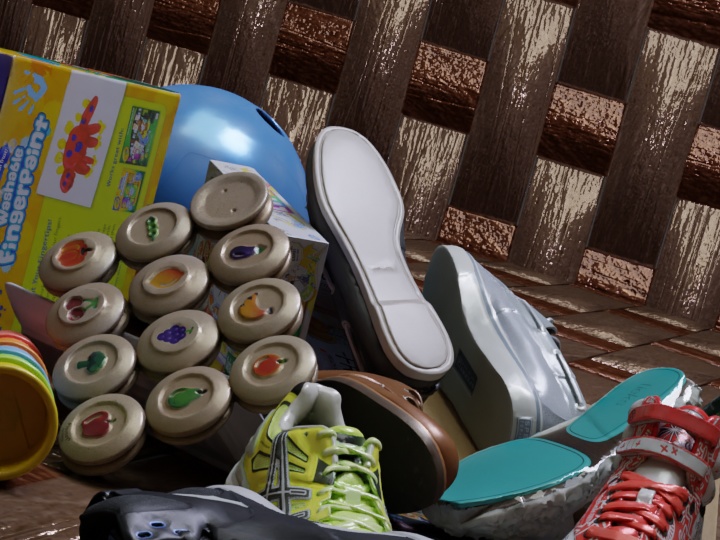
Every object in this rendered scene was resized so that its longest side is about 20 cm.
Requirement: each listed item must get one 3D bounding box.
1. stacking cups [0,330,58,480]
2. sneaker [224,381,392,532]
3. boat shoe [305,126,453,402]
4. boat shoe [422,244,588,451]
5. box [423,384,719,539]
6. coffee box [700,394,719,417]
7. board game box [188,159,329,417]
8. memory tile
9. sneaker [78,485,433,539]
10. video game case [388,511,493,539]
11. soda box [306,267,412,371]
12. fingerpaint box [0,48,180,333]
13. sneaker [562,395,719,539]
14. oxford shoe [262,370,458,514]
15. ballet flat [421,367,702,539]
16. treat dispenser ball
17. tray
[{"bbox_3d":[-0.202,0.067,1.070,0.060,0.061,0.200,14,3,-13],"label":"stacking cups"},{"bbox_3d":[-0.020,0.117,0.927,0.075,0.077,0.200,15,15,-24],"label":"sneaker"},{"bbox_3d":[0.000,0.000,1.209,0.067,0.057,0.201,4,51,-32],"label":"boat shoe"},{"bbox_3d":[0.091,0.054,1.213,0.071,0.070,0.201,8,30,-20],"label":"boat shoe"},{"bbox_3d":[0.123,0.119,1.192,0.199,0.021,0.164,19,22,6],"label":"box"},{"bbox_3d":[0.286,0.126,1.055,0.200,0.123,0.044,54,16,11],"label":"coffee box"},{"bbox_3d":[-0.077,0.017,1.260,0.034,0.135,0.200,10,12,-19],"label":"board game box"},{"bbox_3d":[-0.108,0.025,1.109,0.152,0.017,0.201,-18,41,0],"label":"memory tile"},{"bbox_3d":[-0.042,0.138,0.794,0.199,0.074,0.111,10,4,43],"label":"sneaker"},{"bbox_3d":[0.094,0.171,1.038,0.199,0.024,0.181,22,8,37],"label":"video game case"},{"bbox_3d":[0.006,0.046,1.333,0.063,0.069,0.200,18,-22,22],"label":"soda box"},{"bbox_3d":[-0.220,-0.040,1.284,0.073,0.201,0.166,18,7,34],"label":"fingerpaint box"},{"bbox_3d":[0.140,0.121,0.985,0.067,0.109,0.201,19,7,19],"label":"sneaker"},{"bbox_3d":[0.011,0.085,1.089,0.071,0.072,0.200,-13,13,-23],"label":"oxford shoe"},{"bbox_3d":[0.123,0.119,1.091,0.199,0.072,0.072,-23,28,-31],"label":"ballet flat"},{"bbox_3d":[-0.141,-0.052,1.591,0.200,0.202,0.201,16,6,-2],"label":"treat dispenser ball"},{"bbox_3d":[-0.131,0.073,1.161,0.199,0.022,0.108,20,-29,35],"label":"tray"}]
